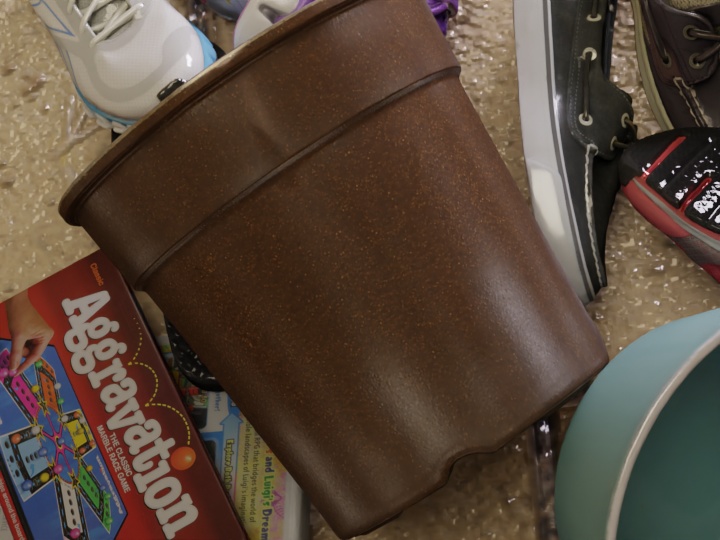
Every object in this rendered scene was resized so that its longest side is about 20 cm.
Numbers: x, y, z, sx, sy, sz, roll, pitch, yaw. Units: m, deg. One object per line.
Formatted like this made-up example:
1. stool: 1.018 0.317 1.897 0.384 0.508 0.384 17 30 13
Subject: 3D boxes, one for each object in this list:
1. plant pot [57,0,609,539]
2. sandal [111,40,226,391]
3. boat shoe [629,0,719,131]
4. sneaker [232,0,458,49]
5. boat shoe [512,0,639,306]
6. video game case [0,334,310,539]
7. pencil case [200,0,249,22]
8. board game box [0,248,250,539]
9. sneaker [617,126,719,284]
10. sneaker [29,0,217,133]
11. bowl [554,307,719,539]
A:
1. plant pot: 0.000 0.000 0.818 0.200 0.200 0.199 -34 88 1
2. sandal: -0.083 -0.028 0.940 0.075 0.045 0.201 -15 68 7
3. boat shoe: 0.170 -0.126 0.873 0.072 0.065 0.201 -17 84 -2
4. sneaker: 0.024 -0.166 0.949 0.088 0.080 0.200 36 87 17
5. boat shoe: 0.110 -0.078 0.894 0.056 0.069 0.201 -8 66 12
6. video game case: -0.113 0.123 0.883 0.181 0.024 0.201 -6 56 13
7. pencil case: -0.031 -0.228 0.975 0.083 0.091 0.200 38 84 24
8. board game box: -0.134 0.085 0.887 0.103 0.019 0.200 -28 55 -4
9. sneaker: 0.197 0.008 0.829 0.200 0.087 0.074 34 48 27
10. sneaker: -0.147 -0.147 0.947 0.075 0.087 0.200 -38 47 -6
11. bowl: 0.162 0.096 0.765 0.201 0.201 0.105 -53 26 -8
